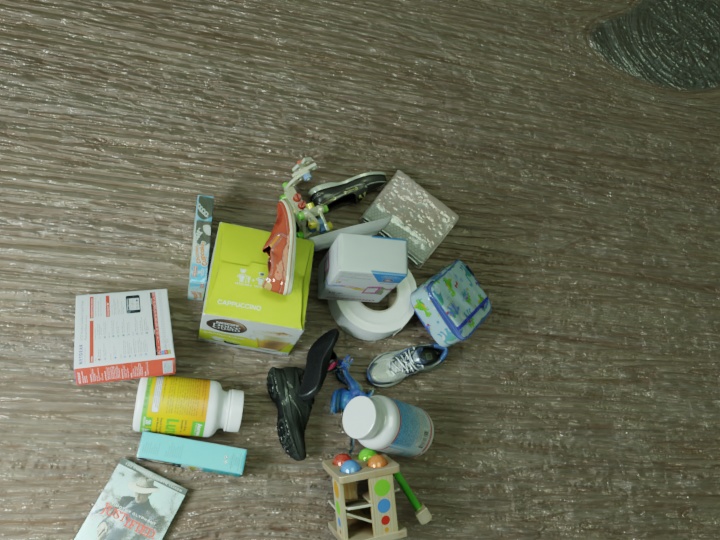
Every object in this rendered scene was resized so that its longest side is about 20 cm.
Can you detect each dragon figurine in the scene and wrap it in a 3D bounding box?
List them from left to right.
[{"bbox_3d":[-0.034,0.286,1.397,0.099,0.059,0.200,18,74,-9],"label":"dragon figurine"}]

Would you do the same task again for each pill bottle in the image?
[{"bbox_3d":[-0.335,0.268,1.284,0.200,0.111,0.111,9,67,-14],"label":"pill bottle"},{"bbox_3d":[0.056,0.317,1.338,0.200,0.109,0.109,30,56,-46],"label":"pill bottle"}]

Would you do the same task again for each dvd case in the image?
[{"bbox_3d":[-0.436,0.474,1.222,0.146,0.022,0.200,29,63,-5],"label":"dvd case"}]

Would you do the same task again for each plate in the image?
[{"bbox_3d":[-0.050,-0.072,1.467,0.200,0.200,0.032,-16,92,-22],"label":"plate"}]

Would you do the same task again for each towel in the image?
[{"bbox_3d":[0.123,-0.132,1.630,0.200,0.032,0.191,39,63,-1],"label":"towel"}]

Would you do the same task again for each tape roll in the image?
[{"bbox_3d":[0.028,0.057,1.504,0.202,0.071,0.203,6,67,-15],"label":"tape roll"}]

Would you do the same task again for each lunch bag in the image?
[{"bbox_3d":[0.215,0.077,1.508,0.200,0.082,0.161,-32,90,-51],"label":"lunch bag"}]

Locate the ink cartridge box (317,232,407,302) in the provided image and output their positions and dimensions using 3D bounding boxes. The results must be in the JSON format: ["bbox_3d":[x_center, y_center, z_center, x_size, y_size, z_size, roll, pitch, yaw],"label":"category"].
[{"bbox_3d":[0.000,0.000,1.369,0.144,0.200,0.085,5,71,-15],"label":"ink cartridge box"}]

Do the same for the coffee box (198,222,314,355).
[{"bbox_3d":[-0.219,0.044,1.360,0.199,0.198,0.200,11,66,-13],"label":"coffee box"}]

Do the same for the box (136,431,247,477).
[{"bbox_3d":[-0.326,0.358,1.267,0.200,0.082,0.049,13,67,-11],"label":"box"}]

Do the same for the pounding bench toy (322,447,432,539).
[{"bbox_3d":[0.040,0.436,1.301,0.200,0.124,0.156,-5,90,-19],"label":"pounding bench toy"}]

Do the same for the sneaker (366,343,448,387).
[{"bbox_3d":[0.108,0.201,1.463,0.200,0.085,0.077,-17,75,-22],"label":"sneaker"}]

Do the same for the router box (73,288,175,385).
[{"bbox_3d":[-0.465,0.124,1.287,0.179,0.049,0.200,-4,42,-18],"label":"router box"}]

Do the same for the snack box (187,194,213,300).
[{"bbox_3d":[-0.344,-0.048,1.404,0.037,0.116,0.200,6,68,-15],"label":"snack box"}]

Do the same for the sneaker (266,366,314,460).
[{"bbox_3d":[-0.132,0.293,1.362,0.091,0.076,0.200,-6,74,-28],"label":"sneaker"}]

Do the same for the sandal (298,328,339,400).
[{"bbox_3d":[-0.082,0.204,1.394,0.045,0.075,0.200,46,35,-23],"label":"sandal"}]

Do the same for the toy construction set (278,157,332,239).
[{"bbox_3d":[-0.132,-0.156,1.501,0.092,0.131,0.200,-7,67,-19],"label":"toy construction set"}]

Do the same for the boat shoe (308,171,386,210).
[{"bbox_3d":[-0.024,-0.188,1.586,0.201,0.072,0.061,-17,75,-14],"label":"boat shoe"}]

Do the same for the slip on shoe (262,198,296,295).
[{"bbox_3d":[-0.159,-0.050,1.270,0.061,0.074,0.200,5,69,-12],"label":"slip on shoe"}]
